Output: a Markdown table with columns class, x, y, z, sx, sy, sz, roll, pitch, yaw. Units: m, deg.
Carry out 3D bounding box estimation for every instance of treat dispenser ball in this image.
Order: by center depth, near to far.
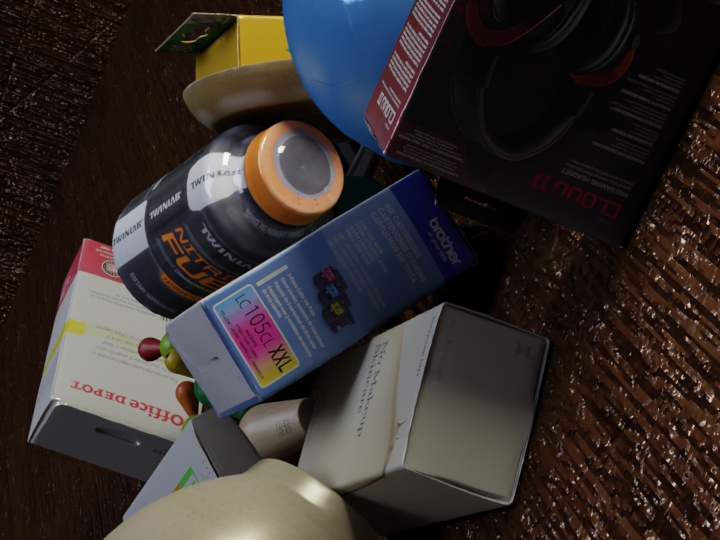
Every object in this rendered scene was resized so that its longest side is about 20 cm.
| class | x | y | z | sx | sy | sz | roll | pitch | yaw |
| --- | --- | --- | --- | --- | --- | --- | --- | --- | --- |
| treat dispenser ball | 0.052 | -0.161 | 1.228 | 0.201 | 0.200 | 0.202 | -160 | 90 | -74 |

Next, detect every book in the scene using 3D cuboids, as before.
| class | x | y | z | sx | sy | sz | roll | pitch | yaw |
| --- | --- | --- | --- | --- | --- | --- | --- | --- | --- |
| book | -0.099 | 0.189 | 1.432 | 0.134 | 0.048 | 0.200 | 57 | 150 | 13 |

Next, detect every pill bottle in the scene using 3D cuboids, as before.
| class | x | y | z | sx | sy | sz | roll | pitch | yaw |
| --- | --- | --- | --- | --- | --- | --- | --- | --- | --- |
| pill bottle | -0.093 | -0.041 | 1.496 | 0.200 | 0.106 | 0.107 | -31 | 41 | 51 |

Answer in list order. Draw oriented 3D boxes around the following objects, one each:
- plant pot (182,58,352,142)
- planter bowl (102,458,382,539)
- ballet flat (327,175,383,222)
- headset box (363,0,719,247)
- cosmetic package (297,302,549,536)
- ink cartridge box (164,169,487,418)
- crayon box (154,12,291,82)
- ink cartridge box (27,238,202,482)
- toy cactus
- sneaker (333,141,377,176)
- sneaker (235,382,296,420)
| class | x | y | z | sx | sy | sz | roll | pitch | yaw |
| --- | --- | --- | --- | --- | --- | --- | --- | --- | --- |
| plant pot | -0.029 | -0.120 | 1.490 | 0.200 | 0.199 | 0.028 | 158 | 111 | -69 |
| planter bowl | -0.059 | 0.201 | 1.232 | 0.135 | 0.200 | 0.200 | -46 | 7 | -22 |
| ballet flat | 0.000 | 0.000 | 1.486 | 0.200 | 0.069 | 0.070 | -92 | 27 | -62 |
| headset box | 0.103 | -0.116 | 1.103 | 0.201 | 0.148 | 0.075 | -64 | 16 | 16 |
| cosmetic package | 0.031 | 0.094 | 1.228 | 0.200 | 0.073 | 0.104 | 146 | 142 | -66 |
| ink cartridge box | -0.015 | 0.008 | 1.314 | 0.199 | 0.077 | 0.136 | -33 | 1 | -17 |
| crayon box | -0.044 | -0.152 | 1.540 | 0.126 | 0.199 | 0.052 | 160 | 109 | -70 |
| ink cartridge box | -0.224 | 0.088 | 1.956 | 0.084 | 0.144 | 0.201 | 126 | 158 | -45 |
| toy cactus | -0.103 | 0.130 | 1.558 | 0.164 | 0.102 | 0.201 | -23 | 70 | 36 |
| sneaker | -0.041 | -0.115 | 1.656 | 0.070 | 0.108 | 0.201 | -148 | 79 | -73 |
| sneaker | -0.067 | 0.069 | 1.615 | 0.200 | 0.080 | 0.087 | 124 | 150 | -66 |
